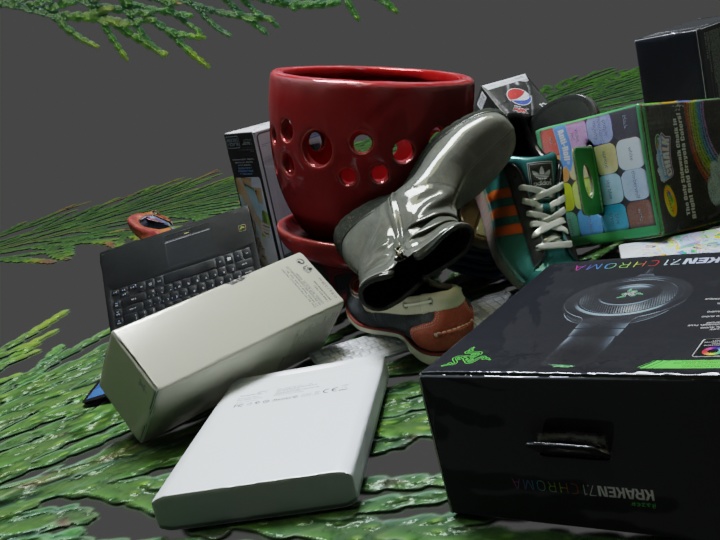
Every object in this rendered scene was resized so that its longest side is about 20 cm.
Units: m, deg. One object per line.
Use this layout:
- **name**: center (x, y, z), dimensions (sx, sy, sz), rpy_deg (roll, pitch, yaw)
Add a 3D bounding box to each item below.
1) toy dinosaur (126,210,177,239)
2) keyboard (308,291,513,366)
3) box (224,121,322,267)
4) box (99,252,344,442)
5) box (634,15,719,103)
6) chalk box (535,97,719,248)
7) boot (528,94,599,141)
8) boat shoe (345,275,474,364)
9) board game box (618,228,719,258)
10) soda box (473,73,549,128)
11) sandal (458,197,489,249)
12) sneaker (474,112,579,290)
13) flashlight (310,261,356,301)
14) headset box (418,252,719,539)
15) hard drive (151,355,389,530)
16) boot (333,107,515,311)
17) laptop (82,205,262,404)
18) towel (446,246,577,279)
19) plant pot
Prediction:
- **toy dinosaur**: center (-0.218, -0.034, 1.169), dimensions (0.181, 0.200, 0.105), rpy_deg (42, 54, 18)
- **keyboard**: center (0.054, 0.056, 0.863), dimensions (0.199, 0.011, 0.056), rpy_deg (-17, 14, -13)
- **box**: center (-0.068, -0.068, 1.070), dimensions (0.116, 0.201, 0.060), rpy_deg (-21, 17, -37)
- **box**: center (-0.114, 0.061, 0.817), dimensions (0.200, 0.082, 0.068), rpy_deg (-23, 62, -40)
- **box**: center (0.379, -0.168, 1.049), dimensions (0.141, 0.201, 0.079), rpy_deg (-23, 17, -38)
- **chalk box**: center (0.259, -0.093, 0.939), dimensions (0.199, 0.125, 0.124), rpy_deg (-11, 2, -40)
- **boot**: center (0.269, -0.141, 1.129), dimensions (0.173, 0.069, 0.200), rpy_deg (-11, -24, -27)
- **boat shoe**: center (0.038, 0.026, 0.853), dimensions (0.071, 0.063, 0.200), rpy_deg (-20, 19, -18)
- **board game box**: center (0.286, 0.009, 0.783), dimensions (0.134, 0.034, 0.200), rpy_deg (-10, 14, 13)
- **soda box**: center (0.161, -0.138, 1.170), dimensions (0.071, 0.063, 0.200), rpy_deg (-19, -30, -26)
- **sandal**: center (0.147, -0.072, 0.991), dimensions (0.080, 0.054, 0.200), rpy_deg (28, 43, 12)
- **sneaker**: center (0.154, -0.060, 0.882), dimensions (0.071, 0.080, 0.201), rpy_deg (-5, 53, -21)
- **flashlight**: center (0.000, 0.000, 1.034), dimensions (0.200, 0.068, 0.068), rpy_deg (-21, 59, -41)
- **headset box**: center (0.154, 0.066, 0.558), dimensions (0.174, 0.093, 0.200), rpy_deg (-3, 18, 37)
- **hard drive**: center (-0.054, 0.116, 0.691), dimensions (0.131, 0.027, 0.200), rpy_deg (-10, 13, 10)
- **boot**: center (0.071, -0.047, 0.813), dimensions (0.200, 0.068, 0.131), rpy_deg (-40, 26, 1)
- **laptop**: center (-0.190, 0.028, 0.968), dimensions (0.177, 0.201, 0.103), rpy_deg (-17, -23, 6)
- **towel**: center (0.186, -0.039, 1.036), dimensions (0.200, 0.049, 0.111), rpy_deg (-23, 18, -32)
- **plant pot**: center (0.010, -0.106, 0.953), dimensions (0.199, 0.183, 0.200), rpy_deg (0, 16, 0)
